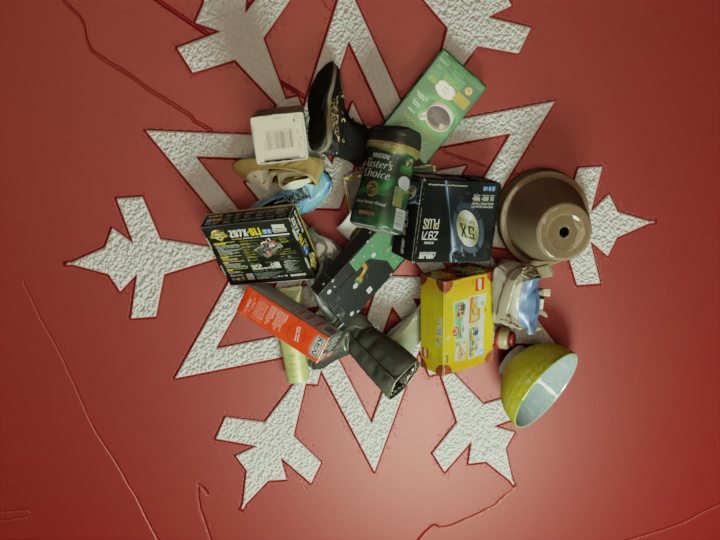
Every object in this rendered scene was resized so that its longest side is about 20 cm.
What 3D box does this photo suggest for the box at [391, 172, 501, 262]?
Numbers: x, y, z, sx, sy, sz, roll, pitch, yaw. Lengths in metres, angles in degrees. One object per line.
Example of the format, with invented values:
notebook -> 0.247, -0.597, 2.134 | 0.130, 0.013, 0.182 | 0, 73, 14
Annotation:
box -> 0.172, -0.106, 1.699 | 0.197, 0.086, 0.167 | 0, 105, -30

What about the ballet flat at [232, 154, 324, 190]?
ballet flat -> -0.168, -0.190, 1.668 | 0.196, 0.069, 0.064 | -3, 65, 19

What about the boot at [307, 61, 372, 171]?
boot -> -0.028, -0.297, 1.669 | 0.149, 0.204, 0.073 | 24, 144, -37

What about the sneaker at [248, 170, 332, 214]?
sneaker -> -0.141, -0.131, 1.703 | 0.198, 0.090, 0.079 | -33, 104, 4

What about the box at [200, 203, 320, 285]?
box -> -0.196, -0.048, 1.676 | 0.196, 0.050, 0.161 | -5, 130, 21

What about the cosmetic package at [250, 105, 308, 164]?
cosmetic package -> -0.151, -0.261, 1.615 | 0.101, 0.200, 0.089 | -7, 105, -1

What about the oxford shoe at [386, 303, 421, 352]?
oxford shoe -> 0.123, 0.116, 1.805 | 0.199, 0.058, 0.076 | -41, 106, -9

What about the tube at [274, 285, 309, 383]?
tube -> -0.147, 0.135, 1.792 | 0.057, 0.052, 0.204 | -13, 101, -30

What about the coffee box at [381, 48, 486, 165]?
coffee box -> 0.146, -0.328, 1.702 | 0.122, 0.044, 0.201 | 36, 98, -11

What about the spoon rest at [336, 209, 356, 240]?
spoon rest -> 0.026, -0.146, 1.702 | 0.099, 0.061, 0.201 | 40, 98, -1

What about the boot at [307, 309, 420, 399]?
boot -> 0.004, 0.193, 1.752 | 0.200, 0.072, 0.183 | 45, 102, 22

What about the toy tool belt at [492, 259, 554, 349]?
toy tool belt -> 0.338, 0.077, 1.753 | 0.121, 0.125, 0.204 | 6, 113, 23

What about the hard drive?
hard drive -> 0.000, 0.000, 1.716 | 0.200, 0.038, 0.140 | -48, 142, -6

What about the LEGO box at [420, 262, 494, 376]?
LEGO box -> 0.202, 0.099, 1.761 | 0.147, 0.077, 0.204 | -11, 107, -36

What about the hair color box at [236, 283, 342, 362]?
hair color box -> -0.142, 0.103, 1.714 | 0.198, 0.101, 0.062 | 31, 100, 12

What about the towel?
towel -> 0.066, -0.140, 1.753 | 0.196, 0.023, 0.147 | -7, 103, -3

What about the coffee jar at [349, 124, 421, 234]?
coffee jar -> 0.049, -0.176, 1.615 | 0.085, 0.103, 0.204 | 15, 87, -51

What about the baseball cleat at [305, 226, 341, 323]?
baseball cleat -> -0.072, 0.008, 1.753 | 0.105, 0.070, 0.203 | -26, 105, 4

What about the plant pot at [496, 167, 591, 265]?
plant pot -> 0.388, -0.096, 1.712 | 0.196, 0.175, 0.205 | -1, 103, -5

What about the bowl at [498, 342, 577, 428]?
bowl -> 0.360, 0.224, 1.809 | 0.107, 0.199, 0.201 | 41, 100, 30
